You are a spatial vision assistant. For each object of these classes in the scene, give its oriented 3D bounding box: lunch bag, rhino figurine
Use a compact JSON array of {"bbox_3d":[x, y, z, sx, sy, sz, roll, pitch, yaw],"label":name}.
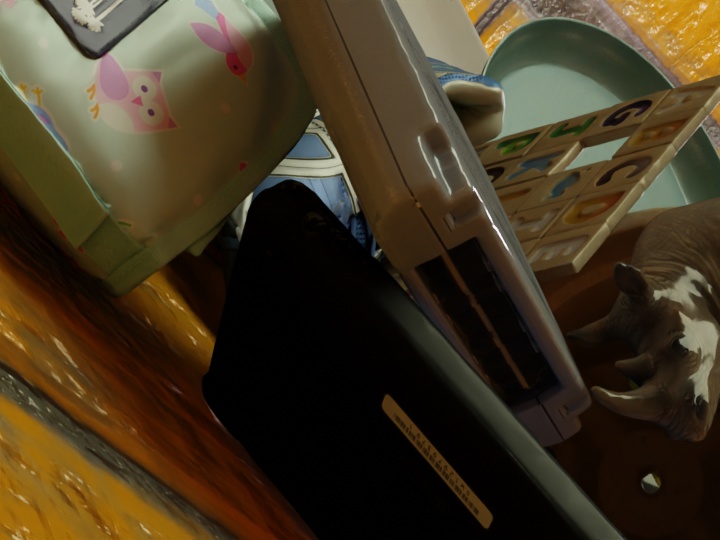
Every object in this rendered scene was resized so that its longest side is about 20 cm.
[{"bbox_3d":[-0.099,-0.087,0.723,0.171,0.122,0.200,51,15,-8],"label":"lunch bag"},{"bbox_3d":[0.145,0.008,0.764,0.199,0.060,0.088,-28,73,-39],"label":"rhino figurine"}]

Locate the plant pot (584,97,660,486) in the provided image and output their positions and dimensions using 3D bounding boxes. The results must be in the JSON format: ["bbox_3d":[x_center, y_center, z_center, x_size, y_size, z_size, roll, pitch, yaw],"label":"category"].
[{"bbox_3d":[0.126,0.039,1.172,0.191,0.199,0.200,60,11,20],"label":"plant pot"}]

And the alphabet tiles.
[{"bbox_3d":[0.054,-0.020,0.893,0.200,0.166,0.008,-45,113,-44],"label":"alphabet tiles"}]

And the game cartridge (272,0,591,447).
[{"bbox_3d":[0.022,-0.032,0.694,0.200,0.040,0.134,55,14,-59],"label":"game cartridge"}]

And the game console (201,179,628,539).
[{"bbox_3d":[0.052,0.069,0.683,0.200,0.116,0.177,47,-33,21],"label":"game console"}]

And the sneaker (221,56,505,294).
[{"bbox_3d":[0.000,-0.039,0.883,0.076,0.201,0.076,10,-49,20],"label":"sneaker"}]

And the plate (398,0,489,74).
[{"bbox_3d":[-0.013,-0.144,1.091,0.199,0.032,0.201,20,35,-41],"label":"plate"}]

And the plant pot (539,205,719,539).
[{"bbox_3d":[0.136,0.088,0.913,0.201,0.200,0.184,46,-4,9],"label":"plant pot"}]

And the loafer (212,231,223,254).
[{"bbox_3d":[0.000,0.000,1.017,0.076,0.067,0.200,53,11,30],"label":"loafer"}]

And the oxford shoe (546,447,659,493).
[{"bbox_3d":[0.130,0.142,1.072,0.200,0.071,0.071,47,-21,9],"label":"oxford shoe"}]

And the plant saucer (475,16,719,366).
[{"bbox_3d":[0.126,-0.035,1.078,0.199,0.027,0.202,22,54,-33],"label":"plant saucer"}]
